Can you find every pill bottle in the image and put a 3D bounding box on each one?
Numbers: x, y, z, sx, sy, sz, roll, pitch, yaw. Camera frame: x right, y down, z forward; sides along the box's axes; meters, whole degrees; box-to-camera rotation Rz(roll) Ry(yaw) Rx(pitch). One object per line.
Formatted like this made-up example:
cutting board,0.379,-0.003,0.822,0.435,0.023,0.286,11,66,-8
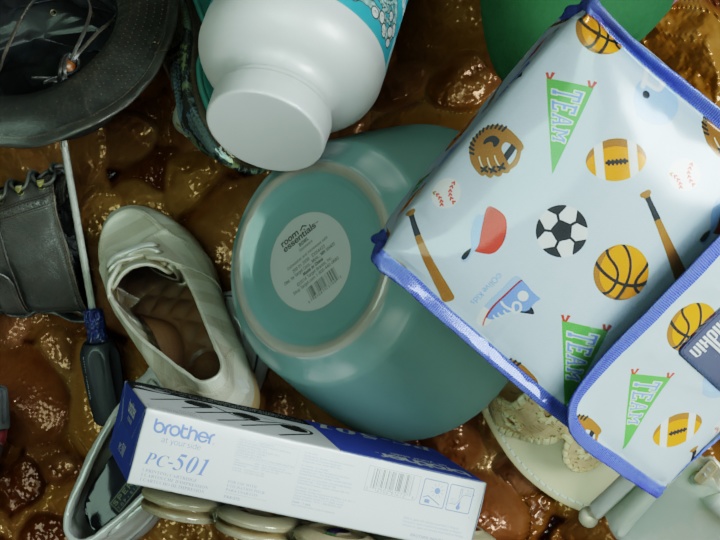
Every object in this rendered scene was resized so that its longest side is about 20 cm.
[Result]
pill bottle,-0.029,-0.158,0.808,0.110,0.111,0.201,7,58,16

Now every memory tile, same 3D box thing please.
memory tile,-0.022,0.151,0.827,0.199,0.153,0.017,12,92,18

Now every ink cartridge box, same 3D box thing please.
ink cartridge box,-0.038,0.111,0.780,0.199,0.094,0.045,15,90,-17

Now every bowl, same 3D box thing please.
bowl,0.000,0.000,0.823,0.200,0.105,0.203,-6,79,33

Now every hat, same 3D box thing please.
hat,0.118,-0.114,0.823,0.166,0.199,0.177,42,134,53
hat,-0.205,-0.139,0.888,0.199,0.081,0.202,-4,61,8

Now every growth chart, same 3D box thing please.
growth chart,0.212,0.193,0.798,0.200,0.018,0.145,51,138,9

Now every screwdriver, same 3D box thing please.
screwdriver,-0.184,0.010,0.916,0.028,0.029,0.202,-6,108,3

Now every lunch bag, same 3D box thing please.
lunch bag,0.130,-0.008,0.680,0.200,0.124,0.170,41,98,-4

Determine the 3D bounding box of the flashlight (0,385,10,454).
flashlight,-0.274,0.181,0.946,0.067,0.068,0.202,-3,86,13

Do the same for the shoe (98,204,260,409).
shoe,-0.122,0.019,0.880,0.070,0.053,0.200,-34,53,-3

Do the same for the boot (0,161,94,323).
boot,-0.279,-0.043,0.950,0.173,0.069,0.201,-15,103,14

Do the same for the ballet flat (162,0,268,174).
ballet flat,-0.097,-0.124,0.880,0.074,0.074,0.201,-23,53,14

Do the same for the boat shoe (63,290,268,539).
boat shoe,-0.128,0.103,0.907,0.073,0.065,0.201,31,96,15

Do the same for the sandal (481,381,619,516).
sandal,0.097,0.068,0.842,0.077,0.070,0.212,-38,79,11
